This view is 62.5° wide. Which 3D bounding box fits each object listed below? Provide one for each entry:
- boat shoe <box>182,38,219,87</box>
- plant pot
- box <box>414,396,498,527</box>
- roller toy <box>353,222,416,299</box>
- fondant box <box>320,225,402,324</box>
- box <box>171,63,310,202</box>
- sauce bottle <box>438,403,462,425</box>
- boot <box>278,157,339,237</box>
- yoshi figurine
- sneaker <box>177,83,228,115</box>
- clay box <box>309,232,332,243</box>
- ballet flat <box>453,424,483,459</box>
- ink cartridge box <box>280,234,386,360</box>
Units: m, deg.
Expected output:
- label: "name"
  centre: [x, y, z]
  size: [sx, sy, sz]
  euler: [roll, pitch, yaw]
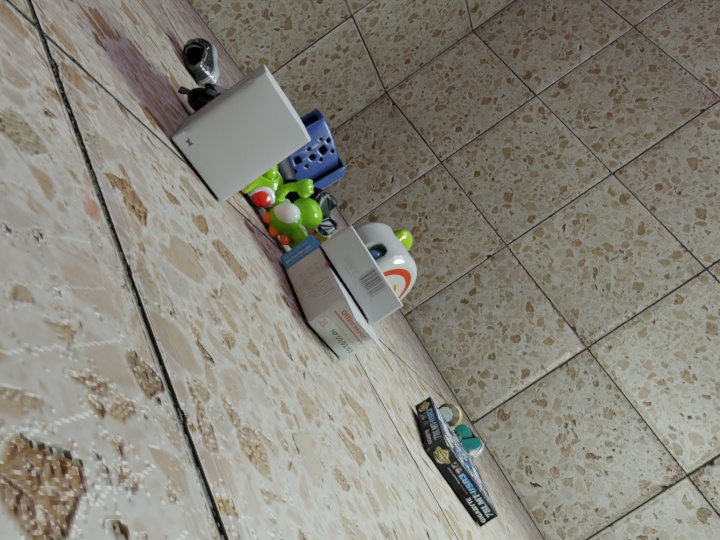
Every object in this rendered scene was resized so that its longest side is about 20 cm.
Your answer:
- label: "boat shoe"
  centre: [-0.366, -0.492, 1.348]
  size: [0.064, 0.070, 0.201]
  euler: [53, 7, -46]
- label: "plant pot"
  centre: [-0.156, -0.326, 1.701]
  size: [0.181, 0.199, 0.200]
  euler: [60, 1, -23]
- label: "box"
  centre: [0.190, 0.384, 1.216]
  size: [0.199, 0.049, 0.200]
  euler: [55, 5, -10]
- label: "roller toy"
  centre: [0.021, 0.006, 1.265]
  size: [0.181, 0.201, 0.140]
  euler: [1, 45, -41]
- label: "fondant box"
  centre: [0.000, 0.000, 0.965]
  size: [0.145, 0.058, 0.200]
  euler: [57, 0, -4]
- label: "box"
  centre: [-0.168, -0.205, 0.855]
  size: [0.107, 0.152, 0.200]
  euler: [55, 5, -23]
- label: "sauce bottle"
  centre: [0.243, 0.397, 1.629]
  size: [0.065, 0.064, 0.200]
  euler: [57, 2, 19]
- label: "boot"
  centre: [-0.120, -0.169, 1.119]
  size: [0.167, 0.076, 0.201]
  euler: [28, -34, 37]
- label: "yoshi figurine"
  centre: [-0.137, -0.134, 1.033]
  size: [0.201, 0.111, 0.112]
  euler: [59, -3, -5]
- label: "sneaker"
  centre: [-0.249, -0.273, 1.024]
  size: [0.139, 0.078, 0.200]
  euler: [23, -14, -20]
- label: "clay box"
  centre: [-0.108, -0.096, 1.466]
  size: [0.201, 0.047, 0.115]
  euler: [57, 4, 33]
- label: "ballet flat"
  centre: [0.303, 0.488, 1.646]
  size: [0.072, 0.071, 0.200]
  euler: [56, 4, -3]
- label: "ink cartridge box"
  centre: [-0.044, 0.053, 0.900]
  size: [0.115, 0.068, 0.201]
  euler: [53, 4, -43]
